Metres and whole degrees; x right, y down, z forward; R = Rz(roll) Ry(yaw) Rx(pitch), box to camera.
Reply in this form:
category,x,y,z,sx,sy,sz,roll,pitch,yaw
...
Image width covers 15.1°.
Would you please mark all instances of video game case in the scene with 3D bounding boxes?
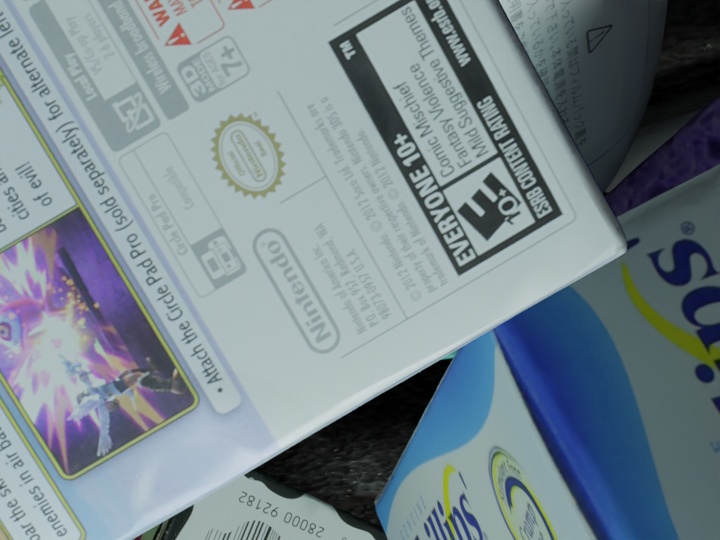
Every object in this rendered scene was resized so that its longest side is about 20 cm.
category,x,y,z,sx,sy,sz,roll,pitch,yaw
video game case,-0.078,-0.046,0.481,0.181,0.201,0.045,-30,-162,0

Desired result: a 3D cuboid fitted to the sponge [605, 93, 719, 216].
category,x,y,z,sx,sy,sz,roll,pitch,yaw
sponge,0.138,-0.066,0.659,0.111,0.030,0.200,-35,174,-46

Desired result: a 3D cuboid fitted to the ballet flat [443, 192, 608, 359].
category,x,y,z,sx,sy,sz,roll,pitch,yaw
ballet flat,0.000,0.000,0.779,0.199,0.069,0.068,-18,-168,29

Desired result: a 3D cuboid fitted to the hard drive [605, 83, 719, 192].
category,x,y,z,sx,sy,sz,roll,pitch,yaw
hard drive,0.150,0.000,0.791,0.199,0.133,0.026,-17,-162,18

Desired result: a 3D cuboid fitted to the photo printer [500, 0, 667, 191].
category,x,y,z,sx,sy,sz,roll,pitch,yaw
photo printer,-0.017,-0.041,0.609,0.199,0.070,0.167,-34,149,-12

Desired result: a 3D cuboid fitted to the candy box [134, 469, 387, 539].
category,x,y,z,sx,sy,sz,roll,pitch,yaw
candy box,0.005,0.119,0.901,0.199,0.061,0.136,25,173,-16

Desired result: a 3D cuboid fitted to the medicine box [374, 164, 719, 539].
category,x,y,z,sx,sy,sz,roll,pitch,yaw
medicine box,0.118,0.033,0.646,0.199,0.103,0.182,-27,167,-15
